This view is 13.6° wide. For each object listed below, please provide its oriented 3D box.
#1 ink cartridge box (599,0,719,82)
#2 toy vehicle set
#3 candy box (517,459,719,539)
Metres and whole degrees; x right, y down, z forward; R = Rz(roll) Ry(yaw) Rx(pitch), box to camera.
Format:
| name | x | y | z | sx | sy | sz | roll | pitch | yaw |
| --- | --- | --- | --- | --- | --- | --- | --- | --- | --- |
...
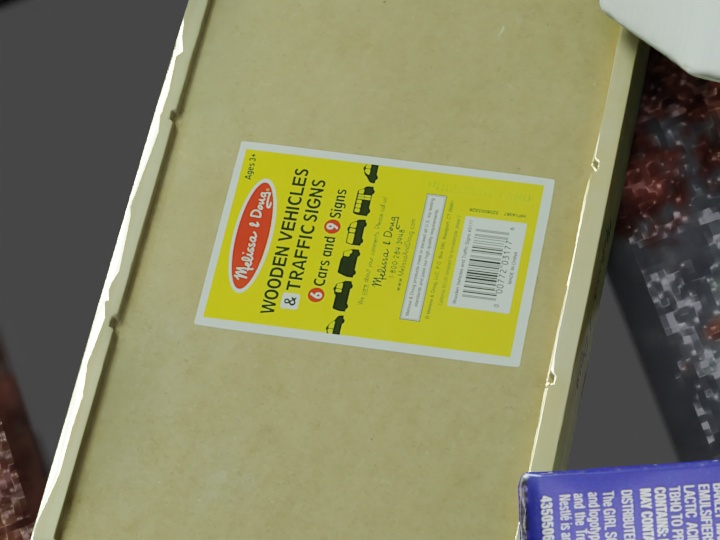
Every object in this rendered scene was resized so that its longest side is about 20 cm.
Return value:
| name | x | y | z | sx | sy | sz | roll | pitch | yaw |
| --- | --- | --- | --- | --- | --- | --- | --- | --- | --- |
| ink cartridge box | 0.115 | -0.115 | 0.688 | 0.050 | 0.200 | 0.162 | 6 | 105 | -13 |
| toy vehicle set | 0.000 | 0.000 | 0.781 | 0.123 | 0.027 | 0.201 | 8 | 60 | 11 |
| candy box | 0.141 | 0.086 | 0.684 | 0.198 | 0.169 | 0.078 | -4 | 76 | 6 |
